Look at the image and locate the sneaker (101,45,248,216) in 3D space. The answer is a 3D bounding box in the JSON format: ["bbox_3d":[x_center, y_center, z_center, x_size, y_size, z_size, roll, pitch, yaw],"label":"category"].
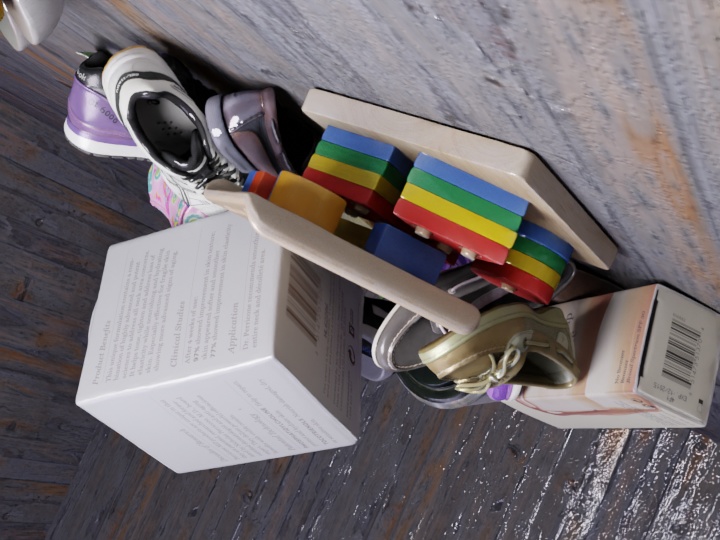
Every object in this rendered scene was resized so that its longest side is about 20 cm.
[{"bbox_3d":[-0.145,-0.094,0.795,0.200,0.075,0.088,47,-174,-38],"label":"sneaker"}]

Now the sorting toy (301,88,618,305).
[{"bbox_3d":[0.070,-0.045,0.712,0.197,0.070,0.199,23,176,36],"label":"sorting toy"}]

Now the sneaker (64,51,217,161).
[{"bbox_3d":[-0.161,-0.147,0.843,0.197,0.088,0.076,-1,-138,-30],"label":"sneaker"}]

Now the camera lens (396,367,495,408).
[{"bbox_3d":[0.141,0.084,1.156,0.159,0.163,0.199,23,-169,35],"label":"camera lens"}]

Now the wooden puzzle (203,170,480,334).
[{"bbox_3d":[-0.016,-0.026,0.693,0.183,0.047,0.200,27,-179,-20],"label":"wooden puzzle"}]

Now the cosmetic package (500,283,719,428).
[{"bbox_3d":[0.226,0.085,0.860,0.086,0.105,0.199,24,160,-19],"label":"cosmetic package"}]

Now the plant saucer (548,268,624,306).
[{"bbox_3d":[0.189,0.028,0.976,0.197,0.035,0.200,16,169,3],"label":"plant saucer"}]

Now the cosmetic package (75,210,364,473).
[{"bbox_3d":[-0.118,0.064,0.847,0.197,0.170,0.167,-13,143,21],"label":"cosmetic package"}]

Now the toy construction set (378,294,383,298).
[{"bbox_3d":[0.019,-0.041,1.059,0.200,0.092,0.132,41,-162,-50],"label":"toy construction set"}]

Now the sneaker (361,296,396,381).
[{"bbox_3d":[0.003,0.053,1.031,0.111,0.074,0.199,-17,-146,-36],"label":"sneaker"}]

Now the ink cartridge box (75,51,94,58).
[{"bbox_3d":[-0.204,-0.163,0.977,0.198,0.049,0.146,24,-173,-14],"label":"ink cartridge box"}]

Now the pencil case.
[{"bbox_3d":[-0.172,-0.070,0.976,0.087,0.088,0.200,27,-172,-27],"label":"pencil case"}]

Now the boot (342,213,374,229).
[{"bbox_3d":[0.000,0.000,0.950,0.154,0.074,0.200,-19,137,32],"label":"boot"}]

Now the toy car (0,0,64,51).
[{"bbox_3d":[-0.321,-0.205,0.659,0.199,0.174,0.152,20,140,62],"label":"toy car"}]

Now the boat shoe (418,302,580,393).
[{"bbox_3d":[0.118,0.069,0.734,0.200,0.073,0.064,5,-122,-57],"label":"boat shoe"}]

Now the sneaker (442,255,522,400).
[{"bbox_3d":[0.093,0.035,0.882,0.203,0.082,0.081,66,173,-6],"label":"sneaker"}]

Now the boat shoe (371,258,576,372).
[{"bbox_3d":[0.100,0.028,0.793,0.057,0.198,0.068,30,144,50],"label":"boat shoe"}]

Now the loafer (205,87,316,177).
[{"bbox_3d":[-0.067,-0.107,0.831,0.062,0.073,0.200,-18,163,15],"label":"loafer"}]
